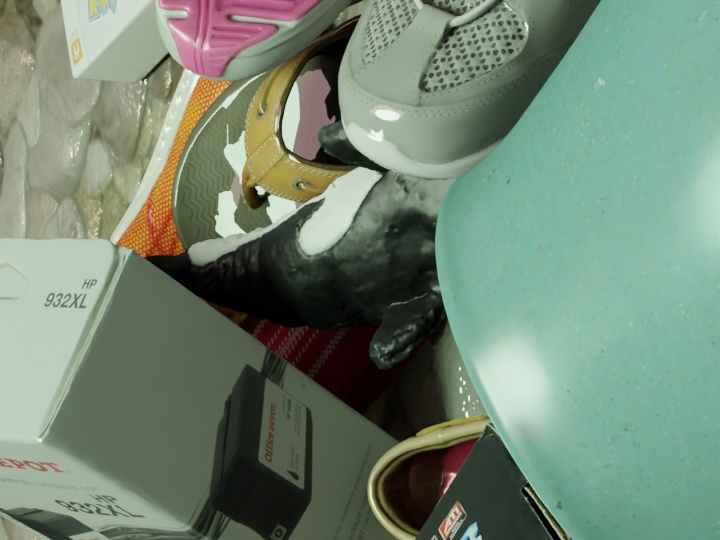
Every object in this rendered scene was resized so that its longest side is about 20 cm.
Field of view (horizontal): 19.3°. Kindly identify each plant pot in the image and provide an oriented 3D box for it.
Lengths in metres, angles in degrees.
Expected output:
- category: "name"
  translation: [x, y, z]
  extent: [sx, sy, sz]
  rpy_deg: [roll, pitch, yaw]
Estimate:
- category: "plant pot"
  translation: [0.128, -0.014, 0.490]
  extent: [0.188, 0.200, 0.201]
  rpy_deg: [-36, 57, 26]

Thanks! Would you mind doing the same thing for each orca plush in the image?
- category: "orca plush"
  translation: [0.000, 0.000, 0.799]
  extent: [0.199, 0.105, 0.071]
  rpy_deg: [-7, 54, 17]

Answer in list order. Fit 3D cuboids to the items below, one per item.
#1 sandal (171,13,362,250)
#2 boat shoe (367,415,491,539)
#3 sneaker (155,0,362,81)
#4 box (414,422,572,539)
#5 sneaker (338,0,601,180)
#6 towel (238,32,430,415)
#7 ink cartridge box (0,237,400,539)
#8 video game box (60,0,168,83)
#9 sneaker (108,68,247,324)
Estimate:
- category: "sandal"
  translation: [-0.003, -0.057, 0.831]
  extent: [0.199, 0.054, 0.082]
  rpy_deg: [-22, 86, 31]
- category: "boat shoe"
  translation: [0.072, 0.087, 0.758]
  extent: [0.200, 0.069, 0.074]
  rpy_deg: [-8, 84, 58]
- category: "sneaker"
  translation: [-0.022, -0.133, 0.851]
  extent: [0.081, 0.200, 0.089]
  rpy_deg: [21, 138, 11]
- category: "box"
  translation: [0.027, 0.169, 0.552]
  extent: [0.201, 0.049, 0.199]
  rpy_deg: [-58, 22, 11]
- category: "sneaker"
  translation: [0.049, -0.118, 0.594]
  extent: [0.074, 0.082, 0.201]
  rpy_deg: [21, 70, 30]
- category: "towel"
  translation: [-0.030, -0.020, 0.967]
  extent: [0.145, 0.022, 0.201]
  rpy_deg: [-53, 47, 44]
- category: "ink cartridge box"
  translation: [-0.085, 0.072, 0.855]
  extent: [0.145, 0.200, 0.084]
  rpy_deg: [1, 61, 46]
- category: "video game box"
  translation: [-0.102, -0.216, 1.059]
  extent: [0.200, 0.047, 0.183]
  rpy_deg: [-34, 64, 54]
- category: "sneaker"
  translation: [-0.065, -0.010, 0.940]
  extent: [0.077, 0.073, 0.201]
  rpy_deg: [48, 134, 35]
